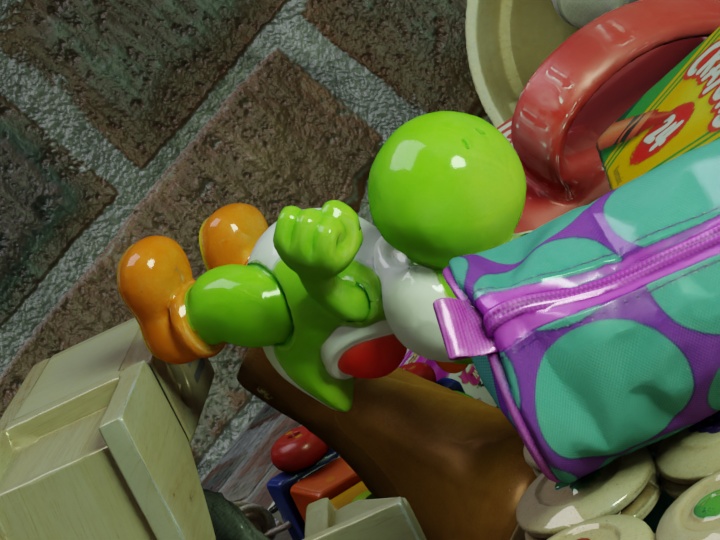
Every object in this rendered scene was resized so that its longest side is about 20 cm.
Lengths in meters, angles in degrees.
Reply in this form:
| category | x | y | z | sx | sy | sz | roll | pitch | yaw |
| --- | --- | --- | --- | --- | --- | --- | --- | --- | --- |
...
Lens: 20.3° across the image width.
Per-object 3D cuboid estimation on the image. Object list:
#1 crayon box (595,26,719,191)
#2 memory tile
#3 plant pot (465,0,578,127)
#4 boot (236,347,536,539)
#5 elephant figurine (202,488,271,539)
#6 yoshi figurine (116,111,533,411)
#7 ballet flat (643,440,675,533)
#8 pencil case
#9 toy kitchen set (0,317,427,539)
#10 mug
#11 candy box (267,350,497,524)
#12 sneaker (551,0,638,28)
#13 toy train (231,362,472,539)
| category | x | y | z | sx | sy | sz | roll | pitch | yaw |
| --- | --- | --- | --- | --- | --- | --- | --- | --- | --- |
| crayon box | 0.178 | -0.080 | 0.727 | 0.200 | 0.051 | 0.127 | -42 | 13 | 13 |
| memory tile | 0.120 | 0.044 | 0.668 | 0.153 | 0.017 | 0.200 | -24 | 17 | 16 |
| plant pot | 0.184 | -0.153 | 1.226 | 0.201 | 0.200 | 0.183 | -48 | -7 | 20 |
| boot | 0.012 | 0.071 | 0.893 | 0.071 | 0.144 | 0.201 | -56 | 2 | -8 |
| elephant figurine | -0.085 | 0.167 | 0.972 | 0.155 | 0.200 | 0.142 | -46 | 5 | 44 |
| yoshi figurine | -0.001 | -0.016 | 0.802 | 0.199 | 0.112 | 0.113 | -4 | 63 | 37 |
| ballet flat | 0.098 | 0.084 | 0.742 | 0.072 | 0.072 | 0.200 | -47 | 3 | 31 |
| pencil case | 0.127 | -0.009 | 0.628 | 0.199 | 0.085 | 0.092 | -28 | -24 | 12 |
| toy kitchen set | -0.044 | 0.121 | 0.878 | 0.162 | 0.201 | 0.181 | -24 | 13 | 8 |
| mug | 0.136 | -0.046 | 0.896 | 0.200 | 0.134 | 0.178 | -38 | -3 | -20 |
| candy box | 0.027 | 0.105 | 1.328 | 0.137 | 0.061 | 0.200 | -53 | 5 | -28 |
| sneaker | 0.187 | -0.133 | 1.036 | 0.081 | 0.199 | 0.075 | -67 | -30 | -28 |
| toy train | -0.008 | 0.130 | 1.055 | 0.199 | 0.085 | 0.116 | -29 | 12 | -16 |
